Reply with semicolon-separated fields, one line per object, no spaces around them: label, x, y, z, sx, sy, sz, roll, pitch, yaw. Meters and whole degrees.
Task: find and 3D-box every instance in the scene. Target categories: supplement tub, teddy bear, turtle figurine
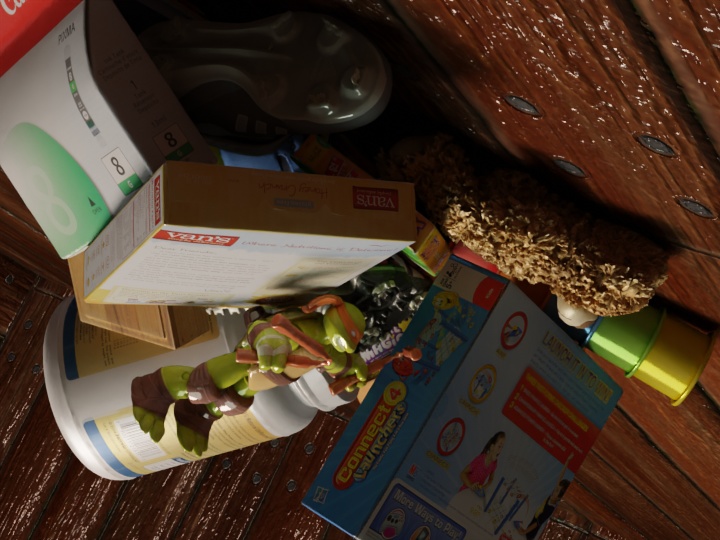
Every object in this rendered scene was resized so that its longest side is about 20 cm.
supplement tub;-0.113;0.062;1.210;0.199;0.146;0.145;-16;156;16
teddy bear;0.094;-0.023;1.050;0.199;0.067;0.145;30;173;-12
turtle figurine;-0.061;0.055;1.022;0.065;0.161;0.200;68;-163;14

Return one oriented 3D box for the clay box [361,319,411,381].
clay box;0.043;0.055;1.348;0.199;0.048;0.115;-23;173;29

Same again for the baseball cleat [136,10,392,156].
baseball cleat;-0.046;-0.105;0.962;0.199;0.070;0.106;16;166;38

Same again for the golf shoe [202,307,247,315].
golf shoe;-0.133;-0.042;1.131;0.199;0.078;0.098;28;152;29

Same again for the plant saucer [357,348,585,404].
plant saucer;0.094;0.079;1.313;0.199;0.038;0.200;-18;173;-2

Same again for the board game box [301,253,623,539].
board game box;0.078;0.120;1.157;0.056;0.197;0.200;25;170;40

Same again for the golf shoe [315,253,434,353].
golf shoe;0.000;0.000;1.157;0.088;0.077;0.200;56;-179;15

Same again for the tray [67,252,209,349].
tray;-0.161;-0.053;1.090;0.098;0.037;0.201;13;122;40

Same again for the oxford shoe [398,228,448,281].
oxford shoe;0.036;-0.017;1.322;0.075;0.070;0.200;54;172;0

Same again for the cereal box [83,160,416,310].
cereal box;-0.070;-0.015;0.957;0.143;0.040;0.200;4;166;-22

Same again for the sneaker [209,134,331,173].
sneaker;-0.041;-0.076;1.148;0.066;0.078;0.200;64;-168;5

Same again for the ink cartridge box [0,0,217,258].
ink cartridge box;-0.187;-0.115;0.989;0.201;0.050;0.161;55;147;-8

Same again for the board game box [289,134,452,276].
board game box;0.010;-0.039;1.065;0.095;0.030;0.200;38;-177;8

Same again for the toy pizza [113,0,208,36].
toy pizza;-0.150;-0.160;1.076;0.199;0.032;0.200;23;166;6

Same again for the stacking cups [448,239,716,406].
stacking cups;0.155;0.019;1.188;0.199;0.061;0.061;32;171;2
